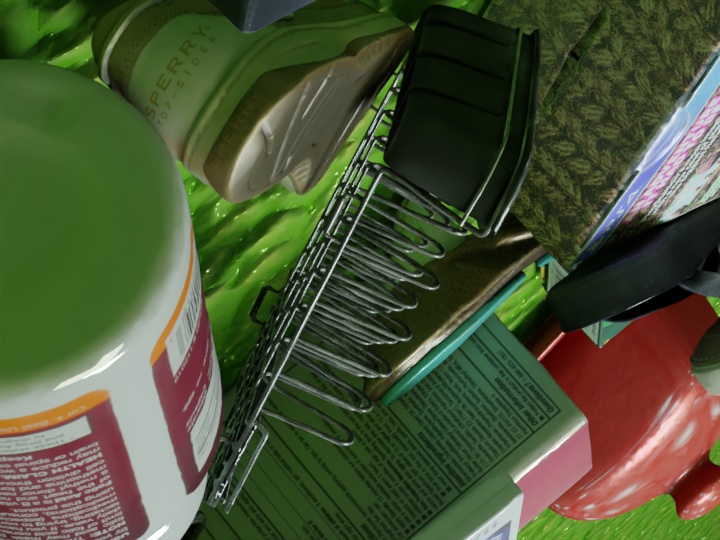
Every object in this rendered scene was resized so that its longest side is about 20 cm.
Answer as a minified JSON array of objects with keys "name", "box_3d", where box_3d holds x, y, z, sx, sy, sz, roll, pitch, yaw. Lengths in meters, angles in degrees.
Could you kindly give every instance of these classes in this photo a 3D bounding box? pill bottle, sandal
[{"name":"pill bottle","box_3d":[-0.104,0.029,0.685,0.114,0.114,0.200,-36,159,-16]},{"name":"sandal","box_3d":[0.134,0.005,0.965,0.076,0.043,0.200,-25,-179,27]}]

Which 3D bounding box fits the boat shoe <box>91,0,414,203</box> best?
[{"name":"boat shoe","box_3d":[-0.033,-0.067,0.711,0.073,0.063,0.201,-56,175,15]}]

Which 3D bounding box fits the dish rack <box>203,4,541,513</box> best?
[{"name":"dish rack","box_3d":[0.000,0.000,0.811,0.200,0.054,0.154,-61,-174,25]}]

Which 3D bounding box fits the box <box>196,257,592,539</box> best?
[{"name":"box","box_3d":[0.001,0.103,1.041,0.200,0.128,0.109,-39,161,-6]}]

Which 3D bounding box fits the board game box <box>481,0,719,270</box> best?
[{"name":"board game box","box_3d":[0.152,-0.112,0.916,0.200,0.097,0.160,-23,153,-44]}]

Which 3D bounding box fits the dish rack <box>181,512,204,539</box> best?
[{"name":"dish rack","box_3d":[-0.176,0.158,0.901,0.200,0.055,0.154,-18,149,-49]}]

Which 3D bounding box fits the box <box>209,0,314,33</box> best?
[{"name":"box","box_3d":[0.029,-0.184,0.501,0.200,0.104,0.182,-32,158,-28]}]

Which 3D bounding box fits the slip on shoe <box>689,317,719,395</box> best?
[{"name":"slip on shoe","box_3d":[0.222,-0.027,0.994,0.200,0.061,0.076,-44,-172,3]}]

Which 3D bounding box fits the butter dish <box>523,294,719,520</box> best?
[{"name":"butter dish","box_3d":[0.177,0.095,1.345,0.200,0.148,0.199,-47,160,16]}]

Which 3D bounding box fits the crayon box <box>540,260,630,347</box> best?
[{"name":"crayon box","box_3d":[0.180,-0.062,1.139,0.172,0.058,0.200,-38,161,-11]}]

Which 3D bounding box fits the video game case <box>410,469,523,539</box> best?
[{"name":"video game case","box_3d":[0.015,0.173,0.997,0.143,0.018,0.200,-36,160,-14]}]

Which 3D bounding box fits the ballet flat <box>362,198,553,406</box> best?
[{"name":"ballet flat","box_3d":[0.063,-0.020,0.979,0.200,0.072,0.068,-37,176,-14]}]

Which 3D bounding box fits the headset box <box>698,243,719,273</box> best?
[{"name":"headset box","box_3d":[0.276,-0.050,1.135,0.200,0.075,0.149,-30,154,-23]}]
